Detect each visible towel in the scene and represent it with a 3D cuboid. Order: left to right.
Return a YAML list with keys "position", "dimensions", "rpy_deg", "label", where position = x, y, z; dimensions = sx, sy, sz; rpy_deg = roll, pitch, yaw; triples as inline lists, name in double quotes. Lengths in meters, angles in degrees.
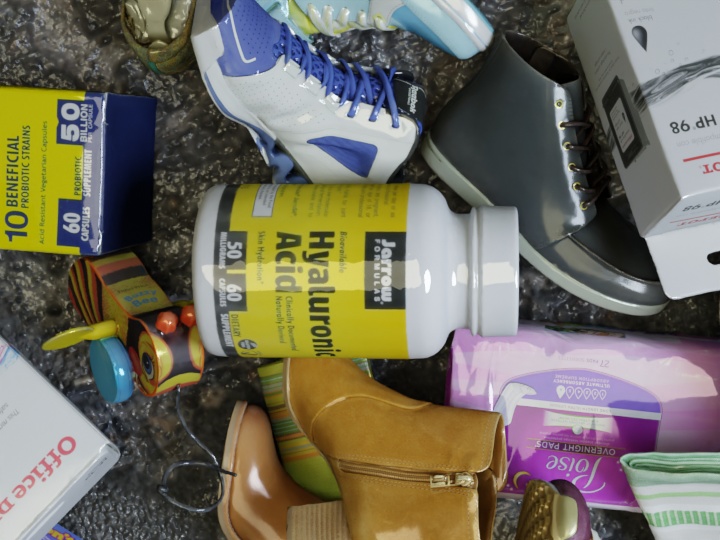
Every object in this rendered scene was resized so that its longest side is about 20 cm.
- position: [-0.012, 0.156, 0.899]
  dimensions: [0.085, 0.018, 0.202]
  rpy_deg: [-13, 95, 16]
  label: "towel"
- position: [0.256, 0.165, 0.770]
  dimensions: [0.151, 0.200, 0.024]
  rpy_deg: [-3, 57, 23]
  label: "towel"

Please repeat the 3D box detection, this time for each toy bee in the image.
- position: [-0.134, 0.044, 0.833]
  dimensions: [0.199, 0.131, 0.109]
  rpy_deg: [37, 135, 16]
  label: "toy bee"

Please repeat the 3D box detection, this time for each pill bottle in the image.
- position: [0.000, 0.000, 0.778]
  dimensions: [0.198, 0.111, 0.112]
  rpy_deg: [0, 96, 5]
  label: "pill bottle"

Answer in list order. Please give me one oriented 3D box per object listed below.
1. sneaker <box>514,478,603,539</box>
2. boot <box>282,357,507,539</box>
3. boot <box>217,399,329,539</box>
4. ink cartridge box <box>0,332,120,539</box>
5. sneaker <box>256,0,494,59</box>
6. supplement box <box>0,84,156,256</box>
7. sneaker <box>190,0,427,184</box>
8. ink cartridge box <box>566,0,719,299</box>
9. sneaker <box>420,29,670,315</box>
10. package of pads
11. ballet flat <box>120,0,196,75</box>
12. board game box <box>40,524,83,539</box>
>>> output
- position: [0.146, 0.194, 0.802]
  dimensions: [0.089, 0.201, 0.076]
  rpy_deg: [7, 61, 5]
  label: "sneaker"
- position: [0.024, 0.099, 0.807]
  dimensions: [0.143, 0.071, 0.203]
  rpy_deg: [-10, 64, 18]
  label: "boot"
- position: [-0.017, 0.184, 0.866]
  dimensions: [0.153, 0.074, 0.202]
  rpy_deg: [-6, 94, 6]
  label: "boot"
- position: [-0.294, 0.113, 0.876]
  dimensions: [0.200, 0.086, 0.148]
  rpy_deg: [43, 78, 5]
  label: "ink cartridge box"
- position: [-0.016, -0.174, 0.833]
  dimensions: [0.200, 0.079, 0.131]
  rpy_deg: [39, 99, 13]
  label: "sneaker"
- position: [-0.256, -0.076, 0.864]
  dimensions: [0.198, 0.110, 0.110]
  rpy_deg: [4, 97, 9]
  label: "supplement box"
- position: [-0.021, -0.116, 0.798]
  dimensions: [0.114, 0.081, 0.200]
  rpy_deg: [-18, 134, 15]
  label: "sneaker"
- position: [0.217, -0.095, 0.757]
  dimensions: [0.115, 0.067, 0.202]
  rpy_deg: [-12, 72, -13]
  label: "ink cartridge box"
- position: [0.141, -0.061, 0.802]
  dimensions: [0.199, 0.075, 0.107]
  rpy_deg: [38, 125, 5]
  label: "sneaker"
- position: [0.156, 0.099, 0.834]
  dimensions: [0.198, 0.076, 0.122]
  rpy_deg: [5, 95, 9]
  label: "package of pads"
- position: [-0.136, -0.238, 0.849]
  dimensions: [0.070, 0.071, 0.202]
  rpy_deg: [4, 96, 9]
  label: "ballet flat"
- position: [-0.247, 0.268, 0.932]
  dimensions: [0.199, 0.045, 0.135]
  rpy_deg: [31, 100, 5]
  label: "board game box"
